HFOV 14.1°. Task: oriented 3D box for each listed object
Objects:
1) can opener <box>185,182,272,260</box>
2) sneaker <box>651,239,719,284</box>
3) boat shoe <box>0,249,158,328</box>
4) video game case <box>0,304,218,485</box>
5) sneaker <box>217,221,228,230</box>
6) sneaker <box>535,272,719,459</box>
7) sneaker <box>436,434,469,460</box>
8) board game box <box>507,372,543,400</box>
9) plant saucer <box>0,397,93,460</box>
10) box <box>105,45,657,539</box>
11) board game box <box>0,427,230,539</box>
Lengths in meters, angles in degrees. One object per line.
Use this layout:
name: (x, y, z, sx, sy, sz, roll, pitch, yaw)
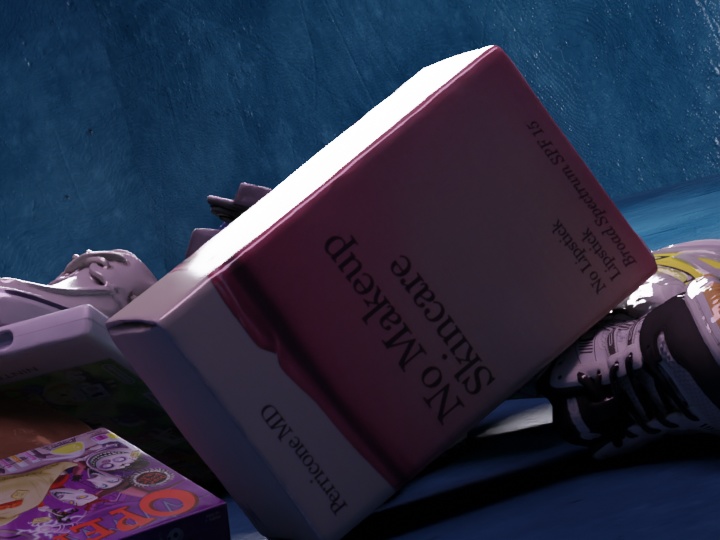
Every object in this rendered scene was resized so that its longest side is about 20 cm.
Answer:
can opener: (0.000, 0.000, 1.575, 0.199, 0.067, 0.053, 15, -11, 24)
sneaker: (0.128, 0.023, 1.645, 0.199, 0.076, 0.076, -16, 2, 29)
boat shoe: (-0.138, 0.020, 1.590, 0.072, 0.066, 0.200, -2, -11, 41)
video game case: (-0.170, 0.083, 1.583, 0.181, 0.022, 0.200, -14, -29, 25)
sneaker: (-0.058, 0.035, 1.719, 0.078, 0.070, 0.200, -9, -36, -28)
sneaker: (0.128, 0.053, 1.255, 0.087, 0.076, 0.200, -32, 2, -5)
sneaker: (-0.001, 0.060, 1.432, 0.077, 0.087, 0.200, -15, -1, 13)
board game box: (0.039, 0.024, 1.485, 0.199, 0.047, 0.151, -5, -22, 36)
plant saucer: (-0.209, 0.109, 1.451, 0.199, 0.030, 0.200, 0, 23, 0)
box: (0.009, 0.012, 1.288, 0.200, 0.128, 0.109, -40, 9, -15)
board game box: (-0.174, 0.126, 1.327, 0.199, 0.032, 0.120, -17, 28, -31)
